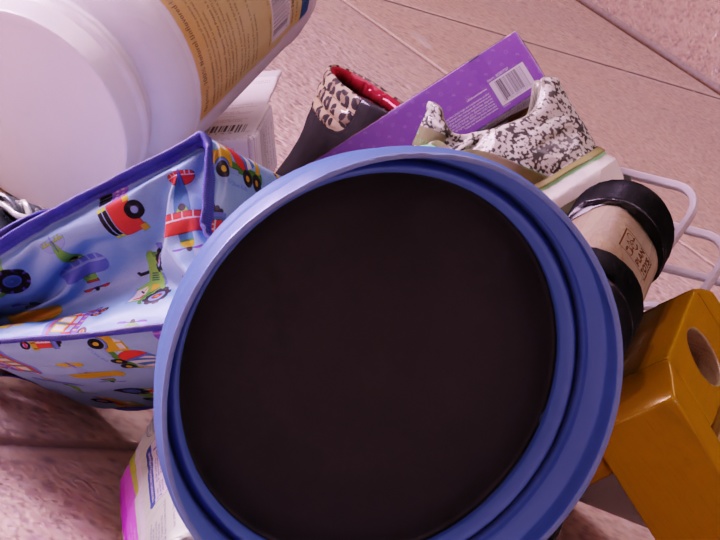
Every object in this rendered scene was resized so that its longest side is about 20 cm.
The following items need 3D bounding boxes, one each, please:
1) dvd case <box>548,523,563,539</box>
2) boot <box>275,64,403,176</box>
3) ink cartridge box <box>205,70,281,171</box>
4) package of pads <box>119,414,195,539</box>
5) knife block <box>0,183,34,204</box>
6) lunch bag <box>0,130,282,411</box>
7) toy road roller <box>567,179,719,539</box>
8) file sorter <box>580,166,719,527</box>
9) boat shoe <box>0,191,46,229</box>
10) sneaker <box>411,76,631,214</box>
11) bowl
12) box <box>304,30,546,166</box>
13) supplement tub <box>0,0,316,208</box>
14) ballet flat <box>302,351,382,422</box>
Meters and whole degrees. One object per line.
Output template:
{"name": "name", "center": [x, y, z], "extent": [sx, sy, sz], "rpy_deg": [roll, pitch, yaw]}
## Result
{"name": "dvd case", "center": [0.035, 0.106, 1.233], "extent": [0.142, 0.018, 0.200], "rpy_deg": [24, -3, 3]}
{"name": "boot", "center": [0.004, -0.027, 1.486], "extent": [0.073, 0.151, 0.200], "rpy_deg": [13, 21, -44]}
{"name": "ink cartridge box", "center": [-0.149, -0.075, 1.392], "extent": [0.198, 0.045, 0.176], "rpy_deg": [-3, 16, 5]}
{"name": "package of pads", "center": [-0.013, 0.142, 1.072], "extent": [0.199, 0.068, 0.155], "rpy_deg": [25, 17, -16]}
{"name": "knife block", "center": [-0.252, -0.030, 1.217], "extent": [0.199, 0.064, 0.175], "rpy_deg": [32, 16, 13]}
{"name": "lunch bag", "center": [-0.110, 0.025, 1.119], "extent": [0.150, 0.199, 0.095], "rpy_deg": [25, 52, -57]}
{"name": "toy road roller", "center": [0.116, 0.065, 1.180], "extent": [0.201, 0.146, 0.123], "rpy_deg": [55, 28, -10]}
{"name": "file sorter", "center": [0.157, 0.045, 1.360], "extent": [0.138, 0.125, 0.200], "rpy_deg": [17, -28, 45]}
{"name": "boat shoe", "center": [-0.187, -0.006, 1.178], "extent": [0.199, 0.062, 0.073], "rpy_deg": [9, 62, -24]}
{"name": "sneaker", "center": [0.039, -0.042, 1.241], "extent": [0.077, 0.199, 0.089], "rpy_deg": [163, -97, -81]}
{"name": "bowl", "center": [0.009, 0.045, 0.955], "extent": [0.200, 0.202, 0.039], "rpy_deg": [21, 8, -25]}
{"name": "box", "center": [0.020, -0.057, 1.332], "extent": [0.039, 0.199, 0.137], "rpy_deg": [58, 4, 9]}
{"name": "supplement tub", "center": [-0.126, -0.136, 1.267], "extent": [0.144, 0.145, 0.200], "rpy_deg": [31, 45, 9]}
{"name": "ballet flat", "center": [0.011, 0.033, 1.067], "extent": [0.069, 0.070, 0.200], "rpy_deg": [32, 29, 13]}
